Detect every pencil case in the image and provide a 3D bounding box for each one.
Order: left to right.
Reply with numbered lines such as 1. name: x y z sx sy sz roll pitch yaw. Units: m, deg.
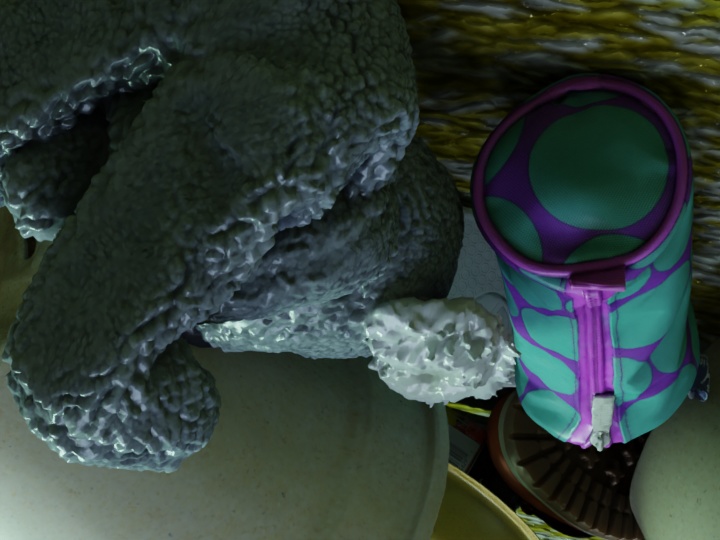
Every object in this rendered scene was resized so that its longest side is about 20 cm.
1. pencil case: 0.095 0.003 0.922 0.085 0.093 0.200 -3 156 9

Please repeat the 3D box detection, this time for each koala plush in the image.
1. koala plush: -0.027 -0.025 0.820 0.184 0.178 0.200 -42 145 12

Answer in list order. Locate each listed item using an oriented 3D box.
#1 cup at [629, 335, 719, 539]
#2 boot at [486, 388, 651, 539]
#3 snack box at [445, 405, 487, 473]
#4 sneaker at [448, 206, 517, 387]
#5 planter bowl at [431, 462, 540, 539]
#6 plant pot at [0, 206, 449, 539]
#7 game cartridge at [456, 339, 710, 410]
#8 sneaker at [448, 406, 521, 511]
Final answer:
1. cup: 0.206 0.102 1.034 0.143 0.201 0.200 32 168 22
2. boot: 0.104 0.099 1.128 0.107 0.075 0.200 -4 162 37
3. snack box: -0.057 0.087 1.137 0.200 0.068 0.169 32 143 3
4. sneaker: 0.000 0.000 1.026 0.199 0.071 0.099 22 169 -32
5. planter bowl: -0.005 0.167 1.060 0.200 0.084 0.201 19 138 18
6. plant pot: -0.098 0.070 0.927 0.183 0.201 0.200 38 151 -27
7. game cartridge: 0.062 0.042 1.148 0.199 0.039 0.130 14 165 -4
8. sneaker: 0.048 0.102 1.257 0.079 0.074 0.200 26 180 21
